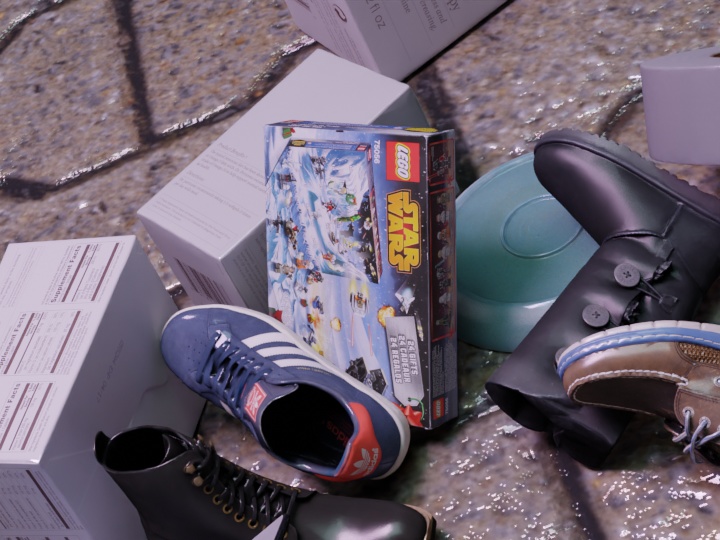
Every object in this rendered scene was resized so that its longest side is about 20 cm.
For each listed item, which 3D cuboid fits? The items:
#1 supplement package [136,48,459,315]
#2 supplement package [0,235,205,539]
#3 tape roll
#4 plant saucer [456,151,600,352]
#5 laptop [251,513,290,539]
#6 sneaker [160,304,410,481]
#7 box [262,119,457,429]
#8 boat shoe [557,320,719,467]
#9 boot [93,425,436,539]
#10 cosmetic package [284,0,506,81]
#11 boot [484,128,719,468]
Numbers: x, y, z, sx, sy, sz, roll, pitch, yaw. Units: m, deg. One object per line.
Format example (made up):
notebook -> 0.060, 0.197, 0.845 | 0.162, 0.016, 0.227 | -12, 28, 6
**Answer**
supplement package -> -0.044, -0.052, 1.389 | 0.200, 0.118, 0.117 | -43, 41, -17
supplement package -> -0.204, 0.102, 1.286 | 0.110, 0.156, 0.201 | -2, 46, 23
tape roll -> 0.290, -0.119, 1.235 | 0.199, 0.067, 0.200 | -7, 9, 1
plant saucer -> 0.135, -0.025, 1.334 | 0.199, 0.027, 0.201 | -15, 42, 14
laptop -> -0.162, 0.220, 1.082 | 0.187, 0.116, 0.200 | -41, 14, 33
sneaker -> -0.065, 0.081, 1.240 | 0.199, 0.084, 0.075 | 24, 104, 24
box -> 0.000, 0.000, 1.264 | 0.136, 0.201, 0.040 | 7, 14, 34
boat shoe -> 0.219, 0.078, 1.116 | 0.199, 0.072, 0.073 | 1, 62, 5
boot -> -0.064, 0.150, 1.174 | 0.199, 0.139, 0.078 | -9, 44, 20
cosmetic package -> 0.030, -0.299, 1.566 | 0.200, 0.168, 0.166 | -38, 40, -11
boot -> 0.143, 0.014, 1.229 | 0.164, 0.066, 0.200 | 26, 68, 25
